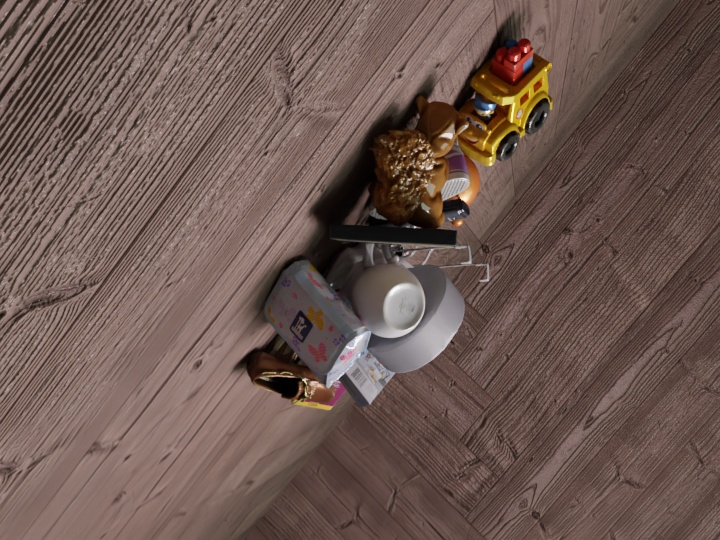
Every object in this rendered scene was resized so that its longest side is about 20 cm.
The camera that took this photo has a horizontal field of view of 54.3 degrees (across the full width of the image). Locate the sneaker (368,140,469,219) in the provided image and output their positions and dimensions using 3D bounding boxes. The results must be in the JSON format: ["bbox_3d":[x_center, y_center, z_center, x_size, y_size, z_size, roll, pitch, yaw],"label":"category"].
[{"bbox_3d":[0.099,-0.171,1.280,0.196,0.117,0.072,-20,154,20],"label":"sneaker"}]

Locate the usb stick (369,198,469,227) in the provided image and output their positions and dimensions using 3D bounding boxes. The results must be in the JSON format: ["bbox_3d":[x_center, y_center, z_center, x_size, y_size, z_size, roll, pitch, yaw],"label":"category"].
[{"bbox_3d":[0.110,-0.101,1.336,0.195,0.034,0.055,-9,155,28],"label":"usb stick"}]

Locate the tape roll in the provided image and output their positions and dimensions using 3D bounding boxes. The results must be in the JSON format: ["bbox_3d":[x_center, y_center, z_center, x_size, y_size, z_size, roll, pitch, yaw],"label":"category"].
[{"bbox_3d":[0.094,0.087,1.297,0.198,0.066,0.202,-33,-151,21],"label":"tape roll"}]

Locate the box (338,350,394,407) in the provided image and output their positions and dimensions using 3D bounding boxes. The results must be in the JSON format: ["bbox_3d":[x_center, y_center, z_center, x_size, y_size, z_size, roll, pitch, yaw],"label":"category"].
[{"bbox_3d":[0.018,0.141,1.383,0.200,0.157,0.041,-44,-171,-37],"label":"box"}]

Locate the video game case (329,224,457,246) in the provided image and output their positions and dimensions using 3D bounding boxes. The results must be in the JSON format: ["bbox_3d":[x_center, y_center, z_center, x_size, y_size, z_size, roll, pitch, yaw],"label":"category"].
[{"bbox_3d":[0.052,-0.056,1.144,0.181,0.194,0.026,-43,136,-88],"label":"video game case"}]

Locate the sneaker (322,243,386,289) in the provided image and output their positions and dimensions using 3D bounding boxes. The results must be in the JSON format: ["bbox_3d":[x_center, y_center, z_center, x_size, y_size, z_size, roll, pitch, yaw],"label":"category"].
[{"bbox_3d":[0.000,0.000,1.367,0.199,0.100,0.075,-33,163,-48],"label":"sneaker"}]

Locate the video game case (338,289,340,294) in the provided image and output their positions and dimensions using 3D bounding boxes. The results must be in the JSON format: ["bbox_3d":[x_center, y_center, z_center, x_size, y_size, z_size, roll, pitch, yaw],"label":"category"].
[{"bbox_3d":[-0.027,0.082,1.506,0.140,0.018,0.202,9,133,-26],"label":"video game case"}]

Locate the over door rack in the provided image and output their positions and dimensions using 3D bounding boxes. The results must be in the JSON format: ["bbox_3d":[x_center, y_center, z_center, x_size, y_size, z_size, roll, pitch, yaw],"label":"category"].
[{"bbox_3d":[0.144,-0.038,1.352,0.147,0.195,0.068,29,73,-60],"label":"over door rack"}]

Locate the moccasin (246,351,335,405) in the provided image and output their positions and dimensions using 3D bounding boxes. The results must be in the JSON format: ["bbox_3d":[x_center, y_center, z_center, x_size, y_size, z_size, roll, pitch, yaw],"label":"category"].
[{"bbox_3d":[-0.129,0.220,1.358,0.073,0.079,0.200,-40,130,22],"label":"moccasin"}]

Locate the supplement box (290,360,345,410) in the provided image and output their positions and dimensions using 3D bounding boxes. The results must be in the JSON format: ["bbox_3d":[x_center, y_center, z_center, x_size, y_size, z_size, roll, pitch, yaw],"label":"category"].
[{"bbox_3d":[-0.070,0.179,1.480,0.101,0.133,0.201,15,128,-29],"label":"supplement box"}]

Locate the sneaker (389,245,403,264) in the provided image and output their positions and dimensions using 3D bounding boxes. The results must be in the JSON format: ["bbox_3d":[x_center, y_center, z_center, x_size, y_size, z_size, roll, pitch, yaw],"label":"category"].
[{"bbox_3d":[0.093,-0.096,1.451,0.074,0.082,0.202,-39,164,-37],"label":"sneaker"}]

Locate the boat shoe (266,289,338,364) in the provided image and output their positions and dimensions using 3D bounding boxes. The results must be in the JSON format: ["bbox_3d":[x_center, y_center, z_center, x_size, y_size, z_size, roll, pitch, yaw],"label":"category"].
[{"bbox_3d":[-0.104,0.117,1.399,0.201,0.074,0.075,-52,167,13],"label":"boat shoe"}]

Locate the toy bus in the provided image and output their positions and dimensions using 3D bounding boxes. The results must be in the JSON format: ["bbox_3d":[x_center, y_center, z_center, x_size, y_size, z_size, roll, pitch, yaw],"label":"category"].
[{"bbox_3d":[0.259,-0.325,1.292,0.200,0.135,0.193,-43,154,-14],"label":"toy bus"}]

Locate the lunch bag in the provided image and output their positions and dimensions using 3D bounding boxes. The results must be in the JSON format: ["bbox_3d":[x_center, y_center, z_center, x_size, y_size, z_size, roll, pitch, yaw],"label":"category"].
[{"bbox_3d":[-0.075,0.090,1.200,0.127,0.170,0.201,-39,167,-19],"label":"lunch bag"}]

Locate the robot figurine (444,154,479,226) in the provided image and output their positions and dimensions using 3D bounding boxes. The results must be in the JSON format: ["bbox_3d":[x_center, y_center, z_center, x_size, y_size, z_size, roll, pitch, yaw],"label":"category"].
[{"bbox_3d":[0.177,-0.176,1.399,0.200,0.114,0.147,-58,174,-85],"label":"robot figurine"}]

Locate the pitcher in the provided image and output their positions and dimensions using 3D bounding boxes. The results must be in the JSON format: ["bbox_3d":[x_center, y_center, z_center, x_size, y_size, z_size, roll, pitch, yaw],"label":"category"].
[{"bbox_3d":[0.038,0.021,1.235,0.199,0.118,0.177,-161,-100,-67],"label":"pitcher"}]

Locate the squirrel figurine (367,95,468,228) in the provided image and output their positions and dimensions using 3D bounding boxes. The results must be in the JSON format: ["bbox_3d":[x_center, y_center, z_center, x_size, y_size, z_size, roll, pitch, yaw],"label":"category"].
[{"bbox_3d":[0.094,-0.173,1.115,0.189,0.140,0.199,-61,167,22],"label":"squirrel figurine"}]
